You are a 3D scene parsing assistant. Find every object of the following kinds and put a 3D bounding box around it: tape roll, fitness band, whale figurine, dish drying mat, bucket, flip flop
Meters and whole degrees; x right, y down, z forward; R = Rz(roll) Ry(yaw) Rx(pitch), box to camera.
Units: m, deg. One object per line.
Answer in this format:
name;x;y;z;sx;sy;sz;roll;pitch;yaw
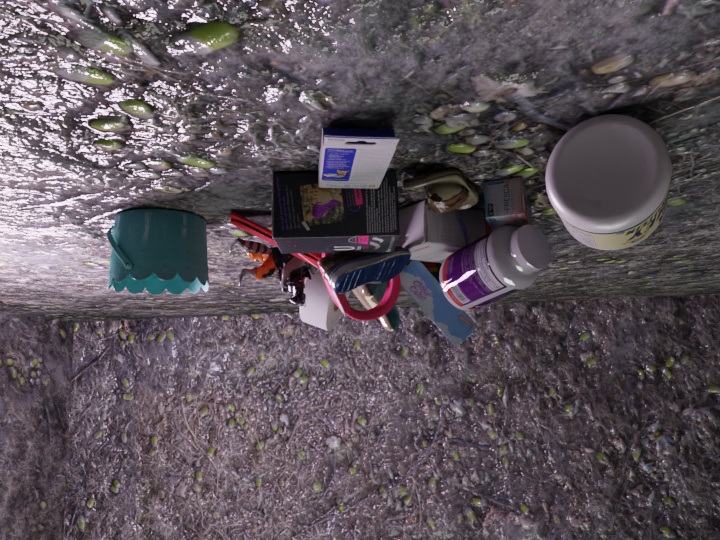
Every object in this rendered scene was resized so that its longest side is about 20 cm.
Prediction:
tape roll;-0.073;0.035;1.347;0.069;0.206;0.202;18;174;11
fitness band;0.000;0.000;1.080;0.142;0.203;0.037;-30;-160;-21
whale figurine;0.037;0.026;1.189;0.103;0.202;0.159;-32;178;6
dish drying mat;-0.162;-0.057;1.111;0.197;0.018;0.077;26;169;-5
bucket;-0.392;-0.032;1.113;0.202;0.138;0.207;-2;170;0
flip flop;0.139;-0.119;0.928;0.080;0.059;0.199;-7;169;31

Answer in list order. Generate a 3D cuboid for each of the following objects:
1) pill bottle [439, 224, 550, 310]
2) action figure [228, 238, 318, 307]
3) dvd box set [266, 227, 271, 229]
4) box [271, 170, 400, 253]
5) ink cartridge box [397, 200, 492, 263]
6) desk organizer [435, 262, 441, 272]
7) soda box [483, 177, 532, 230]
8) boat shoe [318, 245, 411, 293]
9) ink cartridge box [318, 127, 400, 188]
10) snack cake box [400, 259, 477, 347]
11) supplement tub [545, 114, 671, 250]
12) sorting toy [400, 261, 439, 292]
pill bottle;0.236;-0.007;1.010;0.110;0.115;0.199;4;159;-31
action figure;-0.163;-0.011;1.182;0.190;0.107;0.200;-2;-153;-24
dvd box set;-0.094;-0.071;1.154;0.144;0.030;0.199;4;180;-28
box;-0.039;-0.090;0.918;0.195;0.109;0.122;-1;170;-1
ink cartridge box;0.160;-0.071;1.136;0.197;0.088;0.147;7;167;-33
desk organizer;0.268;-0.026;1.274;0.197;0.078;0.072;-22;167;9
soda box;0.268;-0.105;1.021;0.067;0.065;0.200;-5;169;20
boat shoe;0.011;-0.021;1.014;0.198;0.072;0.073;-13;140;-45
ink cartridge box;-0.008;-0.154;0.764;0.092;0.038;0.200;0;173;-6
snack cake box;0.161;0.063;1.251;0.067;0.200;0.115;-42;-178;5
supplement tub;0.335;-0.107;0.766;0.142;0.149;0.199;-6;170;26
sorting toy;0.133;0.004;1.519;0.194;0.071;0.200;-4;-172;-3
